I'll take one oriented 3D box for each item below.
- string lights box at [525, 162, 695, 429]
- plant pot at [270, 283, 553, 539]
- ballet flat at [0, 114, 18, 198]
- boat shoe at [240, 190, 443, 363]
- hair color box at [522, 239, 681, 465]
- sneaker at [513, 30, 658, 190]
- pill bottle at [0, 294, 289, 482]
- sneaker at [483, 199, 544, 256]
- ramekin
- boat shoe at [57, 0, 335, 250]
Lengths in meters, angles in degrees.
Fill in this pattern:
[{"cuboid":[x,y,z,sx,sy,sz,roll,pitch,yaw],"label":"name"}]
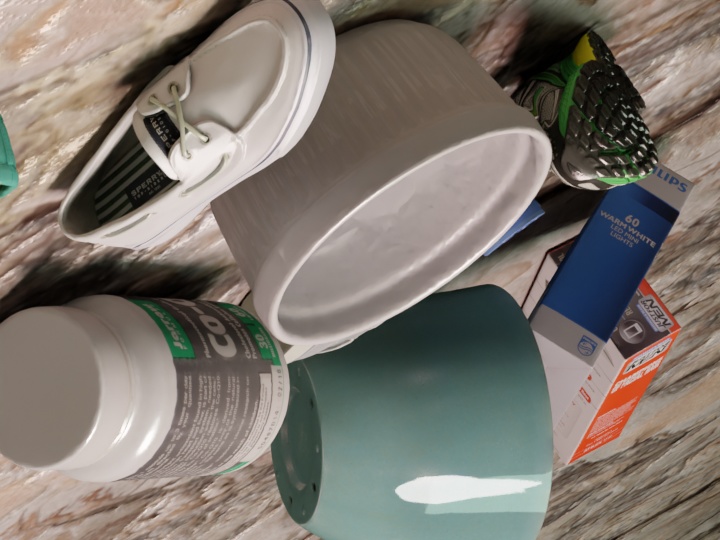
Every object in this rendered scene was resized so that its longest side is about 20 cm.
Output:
[{"cuboid":[0.172,0.014,1.782,0.200,0.059,0.103,-56,175,-35],"label":"string lights box"},{"cuboid":[0.026,0.115,1.717,0.160,0.202,0.201,-4,149,-20],"label":"plant pot"},{"cuboid":[-0.245,-0.005,1.178,0.200,0.071,0.067,-41,160,17],"label":"ballet flat"},{"cuboid":[0.000,0.001,1.574,0.071,0.070,0.201,-10,161,-47],"label":"boat shoe"},{"cuboid":[0.185,0.064,1.964,0.064,0.111,0.200,-27,160,-22],"label":"hair color box"},{"cuboid":[0.135,-0.085,1.506,0.085,0.078,0.200,-36,-171,14],"label":"sneaker"},{"cuboid":[-0.139,0.072,1.463,0.113,0.113,0.200,-42,160,21],"label":"pill bottle"},{"cuboid":[0.075,-0.055,1.593,0.070,0.078,0.200,-35,-178,-4],"label":"sneaker"},{"cuboid":[0.004,-0.056,1.407,0.199,0.105,0.200,-30,159,-13],"label":"ramekin"},{"cuboid":[-0.089,-0.071,1.269,0.067,0.074,0.200,-14,153,-50],"label":"boat shoe"}]
